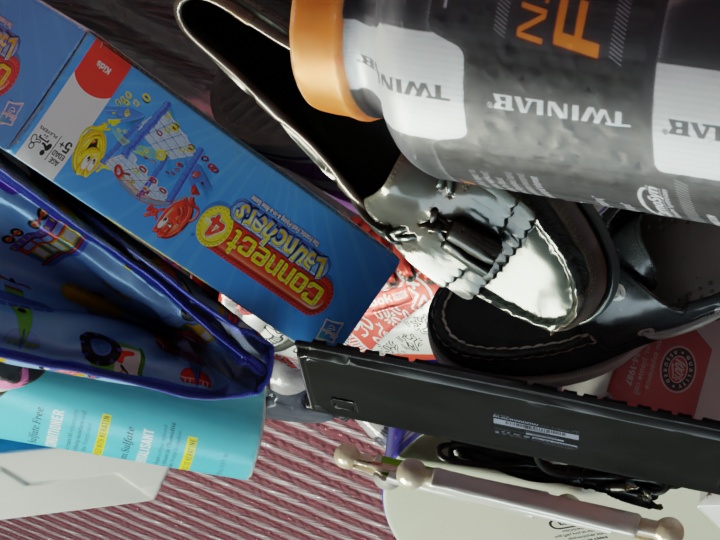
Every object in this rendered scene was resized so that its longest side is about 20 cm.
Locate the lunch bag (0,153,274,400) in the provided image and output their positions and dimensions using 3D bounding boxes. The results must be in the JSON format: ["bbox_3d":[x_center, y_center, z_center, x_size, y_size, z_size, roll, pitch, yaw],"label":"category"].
[{"bbox_3d":[-0.133,0.003,1.036,0.200,0.094,0.151,25,180,-26],"label":"lunch bag"}]

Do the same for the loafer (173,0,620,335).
[{"bbox_3d":[0.008,-0.045,0.931,0.200,0.063,0.072,45,130,12],"label":"loafer"}]

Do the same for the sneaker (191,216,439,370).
[{"bbox_3d":[0.000,0.001,1.176,0.108,0.067,0.201,20,154,-31],"label":"sneaker"}]

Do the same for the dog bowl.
[{"bbox_3d":[0.112,0.098,1.283,0.199,0.079,0.200,6,140,5],"label":"dog bowl"}]

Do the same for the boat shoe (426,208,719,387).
[{"bbox_3d":[0.118,-0.007,0.997,0.200,0.076,0.060,-20,160,8],"label":"boat shoe"}]

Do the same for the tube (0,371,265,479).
[{"bbox_3d":[-0.148,0.064,1.225,0.199,0.050,0.078,9,139,-9],"label":"tube"}]

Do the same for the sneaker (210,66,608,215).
[{"bbox_3d":[0.044,-0.048,1.036,0.200,0.073,0.114,19,168,40],"label":"sneaker"}]

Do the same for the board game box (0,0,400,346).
[{"bbox_3d":[-0.111,-0.060,1.047,0.196,0.056,0.200,35,179,-41],"label":"board game box"}]

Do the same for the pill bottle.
[{"bbox_3d":[0.078,-0.075,0.840,0.200,0.106,0.106,10,162,24],"label":"pill bottle"}]

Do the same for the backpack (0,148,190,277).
[{"bbox_3d":[-0.176,-0.026,1.233,0.200,0.127,0.167,24,159,-30],"label":"backpack"}]

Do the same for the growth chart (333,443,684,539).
[{"bbox_3d":[0.068,0.105,1.147,0.144,0.018,0.200,13,176,-7],"label":"growth chart"}]

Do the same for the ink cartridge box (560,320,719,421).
[{"bbox_3d":[0.197,0.044,1.080,0.200,0.117,0.067,22,162,-12],"label":"ink cartridge box"}]

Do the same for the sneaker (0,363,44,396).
[{"bbox_3d":[-0.239,0.004,1.124,0.200,0.080,0.086,39,140,-7],"label":"sneaker"}]

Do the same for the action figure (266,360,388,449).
[{"bbox_3d":[-0.006,0.053,1.357,0.193,0.105,0.200,13,166,-18],"label":"action figure"}]

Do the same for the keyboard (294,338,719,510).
[{"bbox_3d":[0.074,0.065,1.026,0.199,0.021,0.127,12,160,8],"label":"keyboard"}]

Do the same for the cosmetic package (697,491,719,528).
[{"bbox_3d":[0.259,0.079,1.140,0.200,0.083,0.051,-5,153,32],"label":"cosmetic package"}]

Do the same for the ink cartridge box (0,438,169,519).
[{"bbox_3d":[-0.183,0.032,1.339,0.116,0.200,0.067,-5,143,-27],"label":"ink cartridge box"}]
